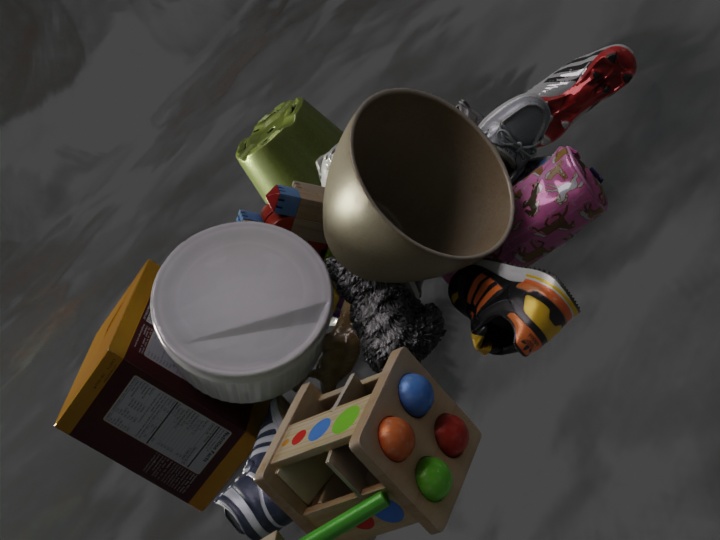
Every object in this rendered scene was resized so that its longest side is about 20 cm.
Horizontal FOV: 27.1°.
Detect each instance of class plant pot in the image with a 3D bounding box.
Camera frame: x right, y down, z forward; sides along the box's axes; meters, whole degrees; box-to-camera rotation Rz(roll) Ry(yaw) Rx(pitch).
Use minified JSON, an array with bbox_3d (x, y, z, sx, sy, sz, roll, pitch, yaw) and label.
[{"bbox_3d":[-0.067,-0.130,2.052,0.200,0.190,0.200,-37,20,16],"label":"plant pot"}]

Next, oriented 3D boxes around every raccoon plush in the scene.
[{"bbox_3d":[0.020,0.050,1.600,0.097,0.134,0.200,-36,21,14],"label":"raccoon plush"}]

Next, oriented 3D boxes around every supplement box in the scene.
[{"bbox_3d":[-0.215,0.131,1.739,0.133,0.199,0.198,-51,14,29],"label":"supplement box"}]

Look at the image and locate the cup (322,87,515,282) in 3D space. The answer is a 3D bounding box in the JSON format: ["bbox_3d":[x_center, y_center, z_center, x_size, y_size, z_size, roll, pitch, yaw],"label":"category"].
[{"bbox_3d":[0.040,-0.066,1.555,0.143,0.200,0.201,-43,13,46],"label":"cup"}]

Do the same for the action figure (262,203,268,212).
[{"bbox_3d":[-0.090,-0.003,1.915,0.200,0.069,0.131,88,-169,-62],"label":"action figure"}]

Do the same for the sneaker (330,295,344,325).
[{"bbox_3d":[0.001,0.000,1.804,0.201,0.072,0.115,-50,23,49],"label":"sneaker"}]

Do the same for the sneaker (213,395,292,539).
[{"bbox_3d":[-0.101,0.212,1.592,0.108,0.070,0.200,-38,23,6],"label":"sneaker"}]

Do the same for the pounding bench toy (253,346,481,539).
[{"bbox_3d":[0.002,0.194,1.357,0.156,0.124,0.200,-24,27,40],"label":"pounding bench toy"}]

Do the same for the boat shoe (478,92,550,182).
[{"bbox_3d":[0.149,-0.118,1.736,0.202,0.074,0.065,-45,25,6],"label":"boat shoe"}]

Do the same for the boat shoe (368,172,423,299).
[{"bbox_3d":[0.027,-0.045,1.701,0.071,0.202,0.061,0,37,24],"label":"boat shoe"}]

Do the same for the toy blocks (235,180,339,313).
[{"bbox_3d":[-0.089,-0.027,1.743,0.100,0.136,0.201,-116,41,-59],"label":"toy blocks"}]

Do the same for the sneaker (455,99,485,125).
[{"bbox_3d":[0.082,-0.129,1.866,0.200,0.082,0.075,-45,19,-6],"label":"sneaker"}]

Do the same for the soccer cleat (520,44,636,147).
[{"bbox_3d":[0.247,-0.211,1.823,0.200,0.069,0.085,-33,13,15],"label":"soccer cleat"}]

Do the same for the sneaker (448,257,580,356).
[{"bbox_3d":[0.131,0.043,1.503,0.090,0.070,0.200,-46,22,-19],"label":"sneaker"}]

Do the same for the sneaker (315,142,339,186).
[{"bbox_3d":[-0.009,-0.122,1.831,0.076,0.081,0.200,-29,2,-21],"label":"sneaker"}]

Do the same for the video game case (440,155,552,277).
[{"bbox_3d":[0.127,-0.061,1.797,0.182,0.023,0.200,-50,20,-19],"label":"video game case"}]

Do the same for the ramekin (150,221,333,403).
[{"bbox_3d":[-0.127,0.054,1.637,0.203,0.202,0.094,-54,-21,-30],"label":"ramekin"}]

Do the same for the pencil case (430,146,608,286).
[{"bbox_3d":[0.168,-0.048,1.605,0.200,0.083,0.087,-36,15,19],"label":"pencil case"}]

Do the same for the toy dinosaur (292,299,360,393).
[{"bbox_3d":[-0.030,0.090,1.714,0.101,0.058,0.201,-16,56,51],"label":"toy dinosaur"}]
